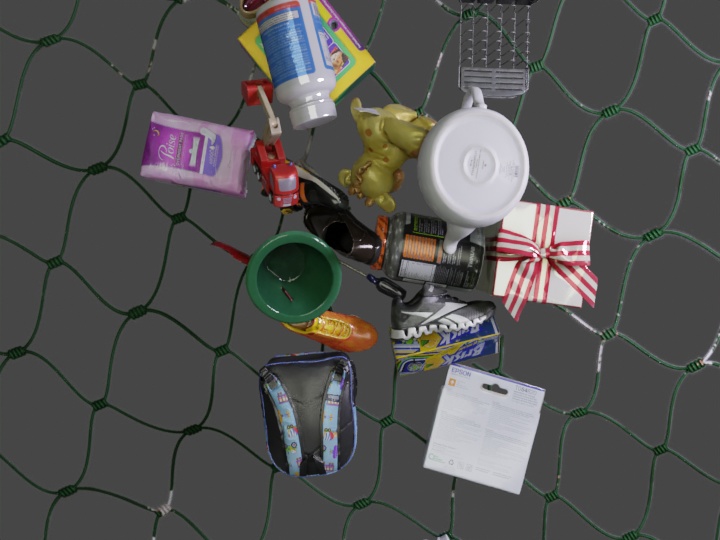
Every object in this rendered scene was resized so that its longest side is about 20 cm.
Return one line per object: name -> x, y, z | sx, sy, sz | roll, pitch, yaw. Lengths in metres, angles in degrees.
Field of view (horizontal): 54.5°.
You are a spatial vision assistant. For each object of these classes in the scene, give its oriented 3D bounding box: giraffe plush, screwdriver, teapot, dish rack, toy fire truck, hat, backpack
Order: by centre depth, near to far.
teapot -> 0.174, -0.167, 1.149 | 0.198, 0.146, 0.199 | -38, 95, -6
toy fire truck -> -0.153, -0.220, 1.186 | 0.047, 0.202, 0.144 | -11, 133, -21
giraffe plush -> 0.046, -0.198, 1.250 | 0.195, 0.173, 0.166 | 3, 118, -31
backpack -> -0.089, 0.256, 1.256 | 0.176, 0.135, 0.207 | -6, 91, -2
hat -> -0.143, -0.025, 1.265 | 0.198, 0.177, 0.167 | 35, 100, -26
dish rack -> 0.250, -0.425, 1.292 | 0.148, 0.055, 0.207 | 1, 91, -1
screwdriver -> 0.000, 0.000, 1.308 | 0.197, 0.028, 0.029 | 32, 60, -1

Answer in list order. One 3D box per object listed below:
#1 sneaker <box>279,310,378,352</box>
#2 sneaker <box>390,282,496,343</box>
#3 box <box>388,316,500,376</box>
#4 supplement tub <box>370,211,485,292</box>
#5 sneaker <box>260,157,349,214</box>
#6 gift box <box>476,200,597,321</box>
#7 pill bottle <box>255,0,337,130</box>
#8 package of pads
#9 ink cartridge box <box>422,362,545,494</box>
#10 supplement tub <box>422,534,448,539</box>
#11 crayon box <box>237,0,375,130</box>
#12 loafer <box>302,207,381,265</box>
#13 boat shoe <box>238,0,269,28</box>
sneaker -> -0.063, 0.108, 1.284 | 0.194, 0.077, 0.075 | 13, 89, -3
sneaker -> 0.141, 0.064, 1.230 | 0.193, 0.067, 0.094 | -11, 97, 2
box -> 0.154, 0.129, 1.283 | 0.194, 0.065, 0.071 | -14, 50, -1
supplement tub -> 0.119, -0.036, 1.262 | 0.193, 0.123, 0.127 | 10, 91, -1
sneaker -> -0.102, -0.132, 1.252 | 0.198, 0.069, 0.092 | 34, 98, 34
gift box -> 0.310, -0.015, 1.236 | 0.178, 0.187, 0.207 | 2, 90, -1
pill bottle -> -0.104, -0.353, 1.198 | 0.109, 0.112, 0.206 | -14, 92, -1
package of pads -> -0.292, -0.210, 1.272 | 0.193, 0.076, 0.125 | 11, 88, -2
ink cartridge box -> 0.230, 0.293, 1.312 | 0.194, 0.041, 0.206 | 16, 90, -1
supplement tub -> 0.097, 0.584, 1.263 | 0.196, 0.145, 0.148 | -28, 92, 0
crayon box -> -0.097, -0.396, 1.281 | 0.172, 0.058, 0.201 | -40, 93, 1
loafer -> -0.044, -0.075, 1.236 | 0.070, 0.198, 0.075 | 9, 106, -46
boat shoe -> -0.152, -0.534, 1.272 | 0.073, 0.066, 0.203 | 34, 90, -2
